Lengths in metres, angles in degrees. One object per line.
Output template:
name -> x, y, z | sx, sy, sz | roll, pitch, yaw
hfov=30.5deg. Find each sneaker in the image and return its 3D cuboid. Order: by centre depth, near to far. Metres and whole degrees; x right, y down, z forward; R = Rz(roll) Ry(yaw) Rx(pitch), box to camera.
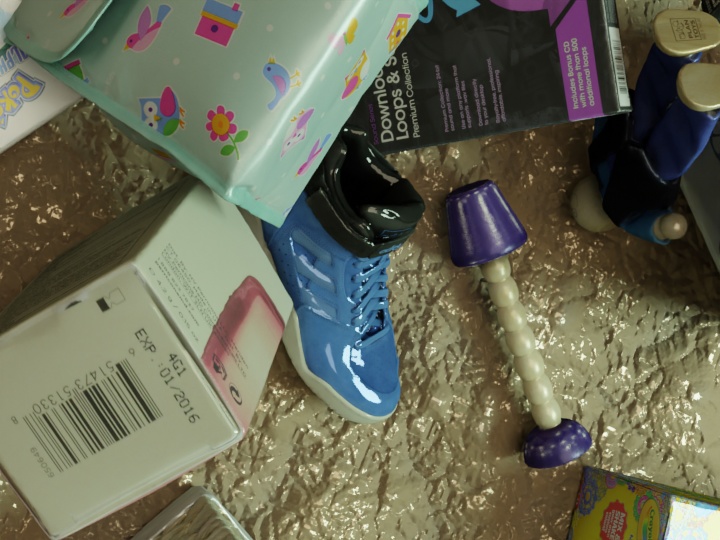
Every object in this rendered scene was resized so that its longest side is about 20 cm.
sneaker -> -0.001, 0.000, 0.846 | 0.077, 0.110, 0.202 | -31, 100, -51

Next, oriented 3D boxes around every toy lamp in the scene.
toy lamp -> 0.108, 0.036, 0.924 | 0.058, 0.058, 0.202 | -22, 102, -18

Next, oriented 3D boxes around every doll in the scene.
doll -> 0.186, -0.088, 0.874 | 0.048, 0.201, 0.138 | -10, 65, -15

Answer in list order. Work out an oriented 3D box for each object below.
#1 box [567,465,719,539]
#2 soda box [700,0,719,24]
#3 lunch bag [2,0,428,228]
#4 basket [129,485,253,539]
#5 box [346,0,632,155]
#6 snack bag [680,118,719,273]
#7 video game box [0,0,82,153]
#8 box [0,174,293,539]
box -> 0.245, 0.266, 0.945 | 0.191, 0.122, 0.202 | 16, 87, -20
soda box -> 0.265, -0.236, 0.902 | 0.063, 0.071, 0.201 | 23, 40, -20
lunch bag -> -0.090, -0.151, 0.747 | 0.199, 0.122, 0.171 | 36, 92, 14
basket -> -0.119, 0.254, 0.812 | 0.200, 0.123, 0.136 | -42, 105, -15
box -> 0.064, -0.155, 0.843 | 0.036, 0.198, 0.145 | -15, 96, -62
snack bag -> 0.333, -0.071, 1.020 | 0.188, 0.021, 0.201 | -33, 105, -15
video game box -> -0.233, -0.172, 0.799 | 0.199, 0.047, 0.183 | -37, 106, -15
box -> -0.126, 0.038, 0.746 | 0.127, 0.200, 0.110 | -29, 103, 13
